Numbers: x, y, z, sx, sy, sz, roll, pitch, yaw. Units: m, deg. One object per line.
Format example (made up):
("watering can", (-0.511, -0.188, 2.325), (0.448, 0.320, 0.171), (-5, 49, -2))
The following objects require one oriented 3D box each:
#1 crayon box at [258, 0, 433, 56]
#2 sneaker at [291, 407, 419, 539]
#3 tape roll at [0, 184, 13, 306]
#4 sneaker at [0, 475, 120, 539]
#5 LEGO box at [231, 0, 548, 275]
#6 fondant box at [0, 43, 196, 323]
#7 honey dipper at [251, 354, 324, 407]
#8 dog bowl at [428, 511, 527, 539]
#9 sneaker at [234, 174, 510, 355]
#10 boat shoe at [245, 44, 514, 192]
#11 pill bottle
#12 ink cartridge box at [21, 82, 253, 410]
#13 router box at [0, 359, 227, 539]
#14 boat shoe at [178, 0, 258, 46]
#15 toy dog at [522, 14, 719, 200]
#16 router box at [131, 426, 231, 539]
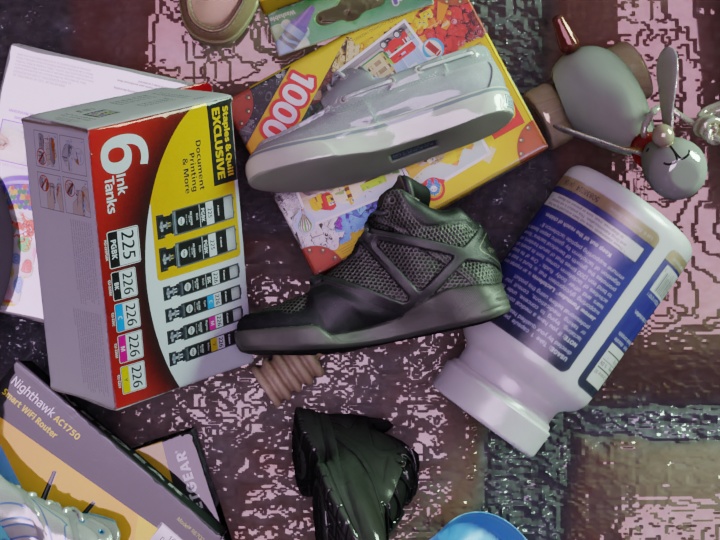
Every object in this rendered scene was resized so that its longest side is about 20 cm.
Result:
("crayon box", (-0.034, -0.274, 1.414), (0.125, 0.052, 0.202), (-18, 85, 1))
("sneaker", (0.004, 0.158, 1.415), (0.090, 0.200, 0.077), (-3, 120, -10))
("tape roll", (-0.358, -0.017, 1.434), (0.199, 0.066, 0.202), (-2, 85, 21))
("sneaker", (-0.219, 0.187, 1.367), (0.086, 0.075, 0.201), (-35, 90, -15))
("LEGO box", (0.018, -0.107, 1.469), (0.199, 0.077, 0.150), (-29, 90, -1))
("fondant box", (-0.214, -0.058, 1.474), (0.143, 0.058, 0.202), (13, 88, -1))
("honey dipper", (0.006, 0.032, 1.489), (0.199, 0.038, 0.038), (-36, 90, -3))
("dog bowl", (0.053, 0.256, 1.429), (0.199, 0.050, 0.112), (-23, 82, -42))
("sneaker", (0.000, 0.000, 1.397), (0.198, 0.076, 0.115), (-14, 84, 6))
("boat shoe", (0.009, -0.112, 1.402), (0.199, 0.070, 0.072), (-16, 72, -1))
("pill bottle", (0.148, 0.032, 1.450), (0.115, 0.116, 0.201), (36, 88, 0))
("ink cartridge box", (-0.141, -0.025, 1.397), (0.175, 0.083, 0.202), (-19, 112, -42))
("router box", (-0.220, 0.185, 1.420), (0.200, 0.051, 0.149), (40, 89, 2))
("boat shoe", (-0.098, -0.273, 1.474), (0.071, 0.065, 0.202), (11, 89, -1))
("toy dog", (0.188, -0.129, 1.420), (0.132, 0.199, 0.097), (-42, 123, -22))
("router box", (-0.170, 0.238, 1.474), (0.156, 0.052, 0.202), (-19, 90, -1))
